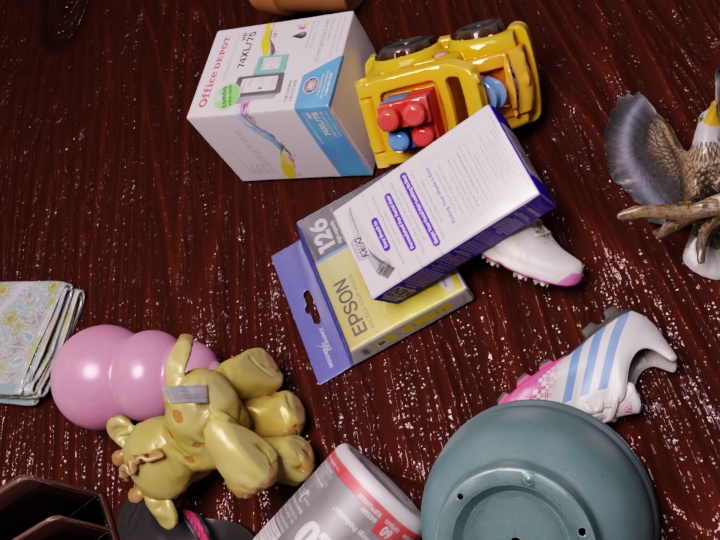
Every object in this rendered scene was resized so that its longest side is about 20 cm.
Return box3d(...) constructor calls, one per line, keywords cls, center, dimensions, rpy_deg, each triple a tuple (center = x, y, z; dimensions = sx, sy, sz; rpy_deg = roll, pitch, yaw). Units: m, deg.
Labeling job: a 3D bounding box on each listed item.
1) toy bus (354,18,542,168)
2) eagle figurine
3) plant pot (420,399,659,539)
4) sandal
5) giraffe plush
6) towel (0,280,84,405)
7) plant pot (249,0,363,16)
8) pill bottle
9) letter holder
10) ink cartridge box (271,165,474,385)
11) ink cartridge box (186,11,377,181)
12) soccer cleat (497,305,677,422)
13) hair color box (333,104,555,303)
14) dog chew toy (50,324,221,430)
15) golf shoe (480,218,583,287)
box3d(cls="toy bus", center=(0.093, -0.186, 0.813), dimensions=(0.200, 0.136, 0.192), rpy_deg=(-9, 21, 18))
box3d(cls="eagle figurine", center=(0.337, -0.107, 0.736), dimensions=(0.152, 0.151, 0.200), rpy_deg=(26, 36, -7))
box3d(cls="plant pot", center=(0.133, 0.209, 0.596), dimensions=(0.200, 0.134, 0.201), rpy_deg=(-2, 83, 21))
box3d(cls="sandal", center=(-0.194, 0.288, 0.792), dimensions=(0.200, 0.045, 0.075), rpy_deg=(10, 68, 28))
box3d(cls="giraffe plush", center=(-0.171, 0.180, 0.770), dimensions=(0.162, 0.200, 0.173), rpy_deg=(-40, 48, 23))
box3d(cls="towel", center=(-0.488, 0.098, 1.029), dimensions=(0.200, 0.048, 0.171), rpy_deg=(-1, 61, 24))
box3d(cls="plant pot", center=(-0.061, -0.454, 1.054), dimensions=(0.140, 0.200, 0.200), rpy_deg=(20, 72, 14))
box3d(cls="pill bottle", center=(-0.043, 0.272, 0.691), dimensions=(0.200, 0.114, 0.114), rpy_deg=(-47, 55, -5))
box3d(cls="letter holder", center=(-0.386, 0.325, 0.800), dimensions=(0.200, 0.142, 0.101), rpy_deg=(-36, 55, 2))
box3d(cls="ink cartridge box", center=(0.000, 0.000, 0.861), dimensions=(0.200, 0.047, 0.198), rpy_deg=(-29, 57, 5))
box3d(cls="ink cartridge box", center=(-0.085, -0.216, 0.951), dimensions=(0.200, 0.146, 0.147), rpy_deg=(1, 64, 25))
box3d(cls="soccer cleat", center=(0.203, 0.118, 0.689), dimensions=(0.200, 0.070, 0.086), rpy_deg=(-41, 55, -1))
box3d(cls="hair color box", center=(0.081, -0.062, 0.756), dimensions=(0.200, 0.065, 0.109), rpy_deg=(-32, 68, 21))
box3d(cls="dog chew toy", center=(-0.256, 0.125, 0.868), dimensions=(0.200, 0.125, 0.125), rpy_deg=(-3, 63, 14))
box3d(cls="golf shoe", center=(0.153, -0.055, 0.782), dimensions=(0.200, 0.075, 0.092), rpy_deg=(34, 114, 27))
